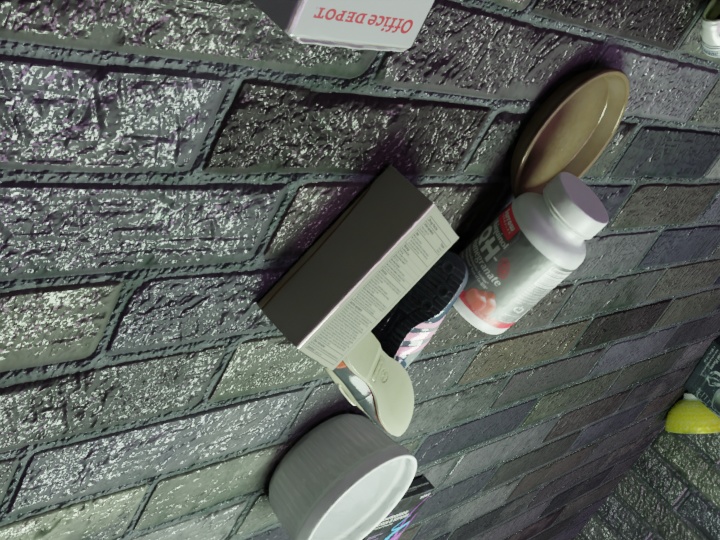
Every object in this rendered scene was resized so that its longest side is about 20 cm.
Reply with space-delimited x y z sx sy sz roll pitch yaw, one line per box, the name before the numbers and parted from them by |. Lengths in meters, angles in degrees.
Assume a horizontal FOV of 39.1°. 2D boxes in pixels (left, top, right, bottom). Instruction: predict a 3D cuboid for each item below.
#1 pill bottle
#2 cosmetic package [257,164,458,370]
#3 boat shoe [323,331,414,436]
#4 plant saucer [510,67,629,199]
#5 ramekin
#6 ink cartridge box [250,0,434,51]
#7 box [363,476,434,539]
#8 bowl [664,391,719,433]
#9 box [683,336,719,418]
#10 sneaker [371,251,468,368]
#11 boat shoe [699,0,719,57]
pill bottle | 0.200 -0.023 1.228 0.200 0.111 0.110 -46 156 29
cosmetic package | 0.000 0.000 1.057 0.200 0.073 0.104 -47 153 0
boat shoe | 0.003 0.124 1.180 0.200 0.062 0.071 56 50 -43
plant saucer | 0.252 -0.165 1.243 0.200 0.029 0.201 -35 150 -23
ramekin | -0.031 0.287 1.365 0.200 0.105 0.201 -35 150 -23
ink cartridge box | 0.011 -0.263 0.705 0.145 0.083 0.201 -9 136 -50
box | 0.032 0.447 1.749 0.143 0.036 0.201 -2 128 -54
bowl | 0.985 0.408 2.953 0.200 0.199 0.109 -2 87 -54
box | 1.044 0.304 2.822 0.124 0.197 0.201 -24 145 -36
sneaker | 0.068 0.055 1.242 0.200 0.070 0.082 -49 158 21
boat shoe | 0.501 -0.360 1.296 0.200 0.072 0.066 -43 138 -11
